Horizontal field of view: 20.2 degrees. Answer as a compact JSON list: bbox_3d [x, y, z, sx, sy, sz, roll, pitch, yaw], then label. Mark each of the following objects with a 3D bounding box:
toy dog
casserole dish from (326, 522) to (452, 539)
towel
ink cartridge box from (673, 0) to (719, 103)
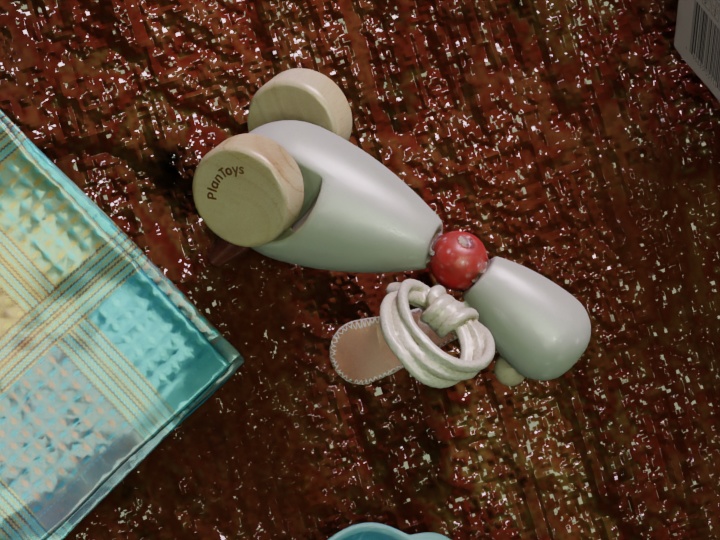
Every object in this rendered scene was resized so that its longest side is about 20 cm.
[{"bbox_3d":[0.000,0.000,0.942,0.132,0.097,0.200,-20,60,-46],"label":"toy dog"},{"bbox_3d":[-0.013,0.212,0.973,0.121,0.039,0.200,39,84,-9],"label":"casserole dish"},{"bbox_3d":[-0.173,0.023,0.950,0.147,0.022,0.200,-45,98,-8],"label":"towel"},{"bbox_3d":[0.258,-0.173,0.931,0.199,0.084,0.176,-10,129,-13],"label":"ink cartridge box"}]
